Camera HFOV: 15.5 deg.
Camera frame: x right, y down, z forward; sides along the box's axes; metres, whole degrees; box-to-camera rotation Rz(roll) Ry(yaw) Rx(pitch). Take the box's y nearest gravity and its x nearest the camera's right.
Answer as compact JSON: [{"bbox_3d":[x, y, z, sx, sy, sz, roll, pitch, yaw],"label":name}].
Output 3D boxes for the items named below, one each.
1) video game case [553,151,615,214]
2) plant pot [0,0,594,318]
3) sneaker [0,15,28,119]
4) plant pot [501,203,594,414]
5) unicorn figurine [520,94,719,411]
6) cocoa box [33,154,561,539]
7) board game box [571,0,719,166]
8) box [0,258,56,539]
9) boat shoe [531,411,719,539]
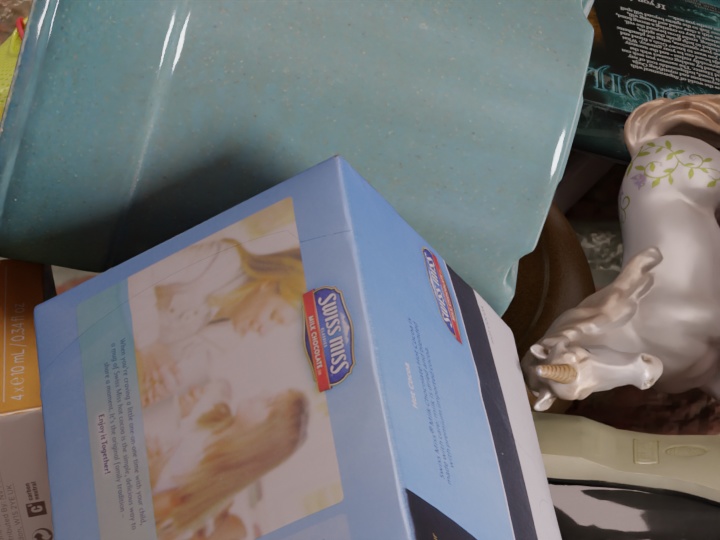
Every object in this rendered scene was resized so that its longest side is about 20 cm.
[{"bbox_3d":[0.011,-0.057,1.185,0.182,0.023,0.200,23,50,30],"label":"video game case"},{"bbox_3d":[-0.025,-0.072,0.991,0.196,0.200,0.200,15,42,-6],"label":"plant pot"},{"bbox_3d":[-0.113,-0.121,1.208,0.200,0.090,0.078,-24,32,-4],"label":"sneaker"},{"bbox_3d":[0.000,0.000,1.074,0.200,0.027,0.200,5,48,-5],"label":"plant pot"},{"bbox_3d":[0.132,0.006,1.041,0.137,0.074,0.200,8,41,-2],"label":"unicorn figurine"},{"bbox_3d":[-0.015,0.091,0.880,0.133,0.131,0.200,-26,49,18],"label":"cocoa box"},{"bbox_3d":[0.069,-0.105,1.155,0.200,0.028,0.135,15,36,-7],"label":"board game box"},{"bbox_3d":[-0.206,0.077,0.989,0.200,0.098,0.124,-10,28,-3],"label":"box"},{"bbox_3d":[0.118,0.094,0.972,0.201,0.063,0.074,6,12,12],"label":"boat shoe"}]
